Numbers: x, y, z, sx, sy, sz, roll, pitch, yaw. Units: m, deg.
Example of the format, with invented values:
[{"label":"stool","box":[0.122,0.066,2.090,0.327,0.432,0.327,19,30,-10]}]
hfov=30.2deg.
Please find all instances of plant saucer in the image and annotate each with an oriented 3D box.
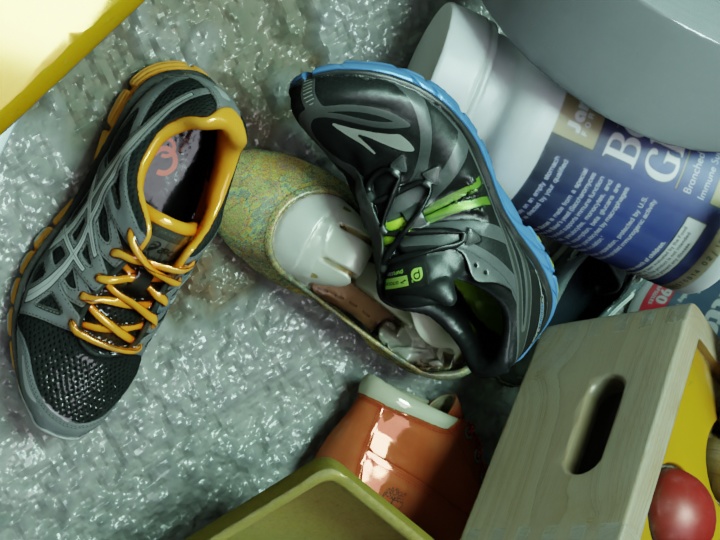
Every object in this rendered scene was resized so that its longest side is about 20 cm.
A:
[{"label":"plant saucer","box":[-0.027,0.188,0.741,0.199,0.049,0.200,-33,122,23]}]

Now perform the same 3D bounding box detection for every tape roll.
[{"label":"tape roll","box":[0.159,-0.157,0.723,0.198,0.202,0.066,4,138,-31]}]

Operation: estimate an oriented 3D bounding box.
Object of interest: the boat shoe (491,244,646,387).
[{"label":"boat shoe","box":[0.155,0.003,0.838,0.199,0.062,0.073,-40,116,-17]}]

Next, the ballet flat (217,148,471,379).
[{"label":"ballet flat","box":[0.000,0.000,0.745,0.199,0.070,0.071,39,82,-31]}]

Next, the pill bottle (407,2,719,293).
[{"label":"pill bottle","box":[0.121,-0.073,0.751,0.198,0.111,0.112,22,91,-12]}]

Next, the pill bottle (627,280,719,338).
[{"label":"pill bottle","box":[0.269,0.062,0.838,0.118,0.199,0.121,-7,105,-28]}]

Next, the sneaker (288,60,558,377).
[{"label":"sneaker","box":[0.034,-0.025,0.690,0.200,0.070,0.083,52,46,-23]}]

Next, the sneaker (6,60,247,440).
[{"label":"sneaker","box":[-0.116,-0.008,0.669,0.078,0.077,0.202,19,93,-33]}]

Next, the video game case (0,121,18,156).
[{"label":"video game case","box":[-0.252,-0.024,0.591,0.142,0.017,0.202,33,69,-32]}]

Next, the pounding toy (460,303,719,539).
[{"label":"pounding toy","box":[0.170,0.104,0.719,0.184,0.141,0.201,49,50,-28]}]

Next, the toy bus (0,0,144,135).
[{"label":"toy bus","box":[-0.128,-0.150,0.621,0.200,0.078,0.065,-47,115,-15]}]

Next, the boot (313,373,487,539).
[{"label":"boot","box":[0.059,0.136,0.811,0.199,0.075,0.108,28,82,-31]}]
